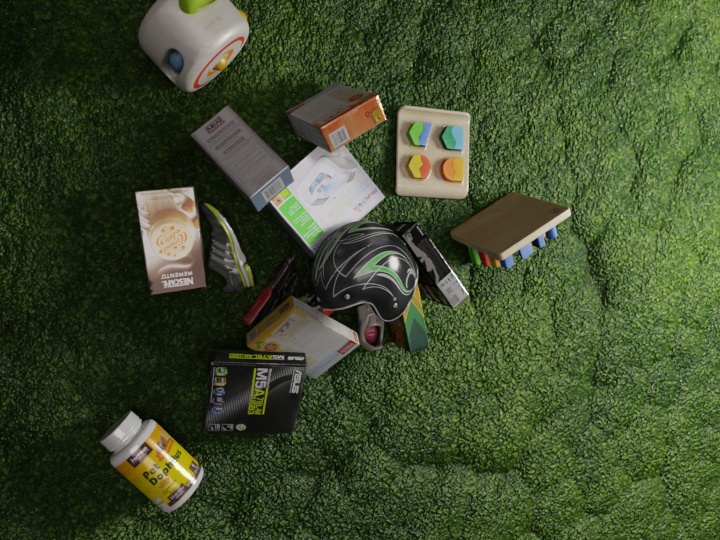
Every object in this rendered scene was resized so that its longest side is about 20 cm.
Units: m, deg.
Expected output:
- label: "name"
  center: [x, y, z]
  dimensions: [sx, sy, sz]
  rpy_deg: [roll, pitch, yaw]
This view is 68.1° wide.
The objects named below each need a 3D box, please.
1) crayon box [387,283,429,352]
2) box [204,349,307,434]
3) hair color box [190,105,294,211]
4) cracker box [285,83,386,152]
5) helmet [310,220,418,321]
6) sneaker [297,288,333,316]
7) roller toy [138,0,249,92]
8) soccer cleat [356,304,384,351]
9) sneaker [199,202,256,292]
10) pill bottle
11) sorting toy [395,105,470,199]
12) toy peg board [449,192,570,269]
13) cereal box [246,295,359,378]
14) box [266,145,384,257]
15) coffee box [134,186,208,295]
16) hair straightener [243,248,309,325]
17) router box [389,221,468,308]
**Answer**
- label: "crayon box"
  center: [0.092, 0.071, 1.193]
  dimensions: [0.050, 0.127, 0.202]
  rpy_deg: [-13, 97, -15]
- label: "box"
  center: [-0.221, 0.258, 1.115]
  dimensions: [0.191, 0.048, 0.202]
  rpy_deg: [6, 120, -15]
- label: "hair color box"
  center: [-0.234, -0.223, 1.058]
  dimensions: [0.099, 0.061, 0.200]
  rpy_deg: [-41, 72, -9]
- label: "cracker box"
  center: [-0.054, -0.313, 1.080]
  dimensions: [0.133, 0.200, 0.058]
  rpy_deg: [-33, 125, -11]
- label: "helmet"
  center: [0.000, 0.000, 1.056]
  dimensions: [0.190, 0.199, 0.202]
  rpy_deg: [29, 86, -33]
- label: "sneaker"
  center: [-0.096, 0.090, 1.172]
  dimensions: [0.199, 0.077, 0.085]
  rpy_deg: [-28, 132, -10]
- label: "roller toy"
  center: [-0.307, -0.438, 1.008]
  dimensions: [0.182, 0.200, 0.140]
  rpy_deg: [-40, 105, 14]
- label: "soccer cleat"
  center: [0.024, 0.082, 1.193]
  dimensions: [0.069, 0.086, 0.202]
  rpy_deg: [-9, 96, -15]
- label: "sneaker"
  center: [-0.288, -0.044, 1.101]
  dimensions: [0.080, 0.074, 0.202]
  rpy_deg: [-26, 99, -10]
- label: "pill bottle"
  center: [-0.420, 0.380, 1.073]
  dimensions: [0.109, 0.109, 0.200]
  rpy_deg: [-43, 104, -9]
- label: "sorting toy"
  center: [0.172, -0.272, 1.236]
  dimensions: [0.183, 0.036, 0.203]
  rpy_deg: [1, 94, -17]
- label: "toy peg board"
  center: [0.349, -0.075, 1.230]
  dimensions: [0.199, 0.199, 0.098]
  rpy_deg: [-32, 118, -11]
- label: "cereal box"
  center: [-0.118, 0.145, 1.115]
  dimensions: [0.144, 0.040, 0.199]
  rpy_deg: [-39, 131, 20]
- label: "box"
  center: [-0.083, -0.156, 1.140]
  dimensions: [0.200, 0.097, 0.177]
  rpy_deg: [-42, 102, -10]
- label: "coffee box"
  center: [-0.374, -0.060, 1.068]
  dimensions: [0.113, 0.080, 0.202]
  rpy_deg: [-8, 97, -15]
- label: "hair straightener"
  center: [-0.173, 0.044, 1.166]
  dimensions: [0.077, 0.041, 0.201]
  rpy_deg: [39, 77, -42]
- label: "router box"
  center: [0.139, -0.016, 1.187]
  dimensions: [0.051, 0.149, 0.201]
  rpy_deg: [-39, 104, -9]
